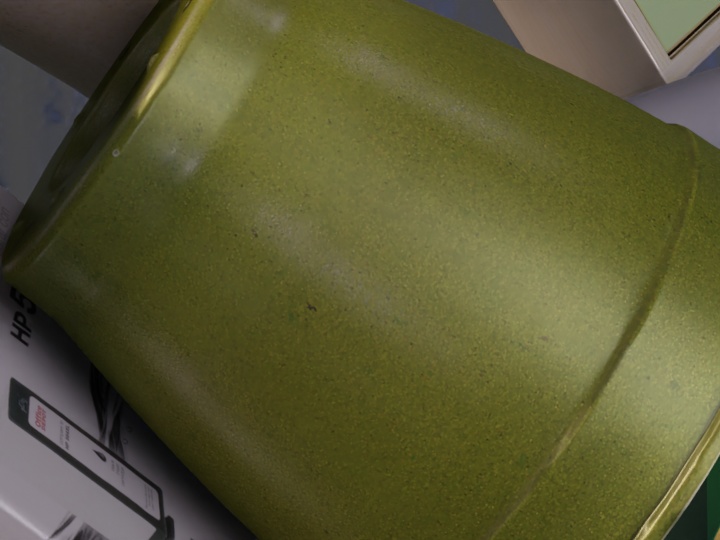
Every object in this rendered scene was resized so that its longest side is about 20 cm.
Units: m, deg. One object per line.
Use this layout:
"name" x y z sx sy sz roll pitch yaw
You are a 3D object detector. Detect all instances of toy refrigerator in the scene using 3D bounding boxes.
"toy refrigerator" 0.147 -0.150 1.174 0.200 0.070 0.076 -42 104 -35

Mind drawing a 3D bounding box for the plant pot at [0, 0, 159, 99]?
"plant pot" -0.109 -0.158 0.928 0.183 0.200 0.202 38 59 -36

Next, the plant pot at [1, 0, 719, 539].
"plant pot" 0.000 0.000 0.866 0.192 0.200 0.201 34 60 -11

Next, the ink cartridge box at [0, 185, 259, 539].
"ink cartridge box" -0.107 0.067 0.890 0.200 0.084 0.146 40 28 -23

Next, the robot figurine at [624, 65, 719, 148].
"robot figurine" 0.150 -0.023 1.084 0.199 0.170 0.114 -19 94 1

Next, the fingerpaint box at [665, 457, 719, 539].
"fingerpaint box" 0.193 0.149 1.133 0.200 0.073 0.167 43 59 -21
